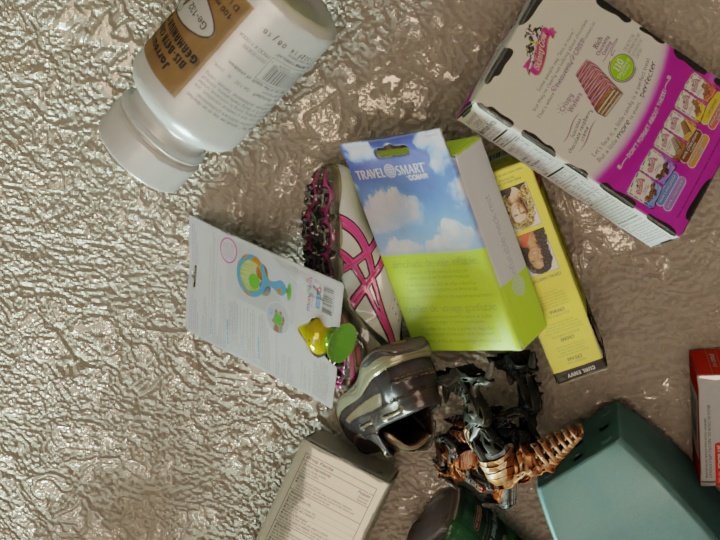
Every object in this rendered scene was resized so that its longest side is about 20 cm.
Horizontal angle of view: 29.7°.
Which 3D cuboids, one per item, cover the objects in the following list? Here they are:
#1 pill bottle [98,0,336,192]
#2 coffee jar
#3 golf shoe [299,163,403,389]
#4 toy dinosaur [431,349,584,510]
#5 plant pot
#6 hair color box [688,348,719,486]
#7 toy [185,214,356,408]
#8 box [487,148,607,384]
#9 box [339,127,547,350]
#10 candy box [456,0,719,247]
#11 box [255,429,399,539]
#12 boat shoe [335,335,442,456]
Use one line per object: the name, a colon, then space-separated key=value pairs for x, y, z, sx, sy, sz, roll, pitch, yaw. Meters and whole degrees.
pill bottle: x=-0.124 y=-0.165 z=1.131 sx=0.114 sy=0.114 sz=0.200 roll=42 pitch=109 yaw=-9
coffee jar: x=0.136 y=0.301 z=1.273 sx=0.200 sy=0.104 sz=0.085 roll=42 pitch=112 yaw=-9
golf shoe: x=0.000 y=0.000 z=1.209 sx=0.092 sy=0.073 sz=0.201 roll=-14 pitch=105 yaw=-22
toy dinosaur: x=0.129 y=0.144 z=1.199 sx=0.199 sy=0.102 sz=0.137 roll=-13 pitch=87 yaw=37
plant pot: x=0.250 y=0.232 z=1.216 sx=0.141 sy=0.141 sz=0.200 roll=-35 pitch=100 yaw=17
hair color box: x=0.396 y=0.125 z=1.197 sx=0.199 sy=0.064 sz=0.112 roll=-5 pitch=109 yaw=8
toy: x=-0.077 y=0.030 z=1.203 sx=0.199 sy=0.047 sz=0.116 roll=26 pitch=119 yaw=42
box: x=0.157 y=-0.007 z=1.175 sx=0.050 sy=0.075 sz=0.201 roll=-20 pitch=105 yaw=12
box: x=0.069 y=-0.028 z=1.142 sx=0.121 sy=0.048 sz=0.201 roll=-4 pitch=114 yaw=44
candy box: x=0.197 y=-0.130 z=1.099 sx=0.199 sy=0.061 sz=0.137 roll=33 pitch=76 yaw=-6
box: x=-0.048 y=0.259 z=1.260 sx=0.095 sy=0.078 sz=0.201 roll=27 pitch=94 yaw=8
boat shoe: x=0.025 y=0.129 z=1.189 sx=0.074 sy=0.200 sz=0.074 roll=-15 pitch=66 yaw=-14
